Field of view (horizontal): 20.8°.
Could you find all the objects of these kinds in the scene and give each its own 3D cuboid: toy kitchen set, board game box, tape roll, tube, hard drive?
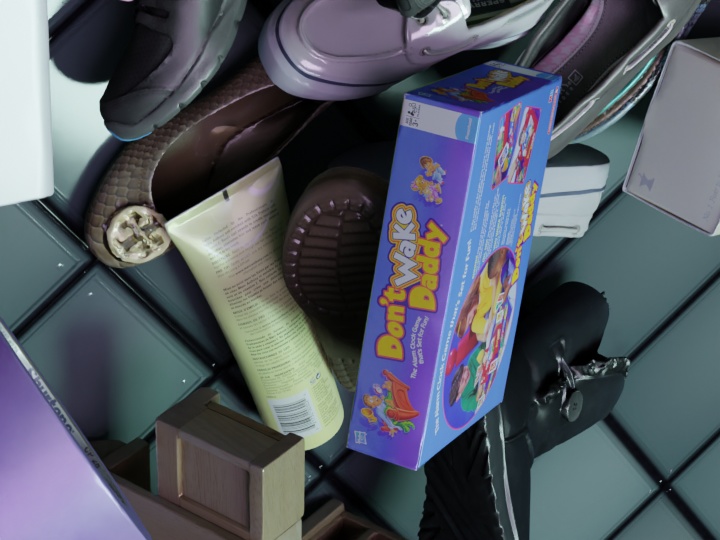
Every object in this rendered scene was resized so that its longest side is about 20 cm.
[{"bbox_3d":[-0.073,0.137,1.214,0.180,0.162,0.201,-34,136,-45],"label":"toy kitchen set"},{"bbox_3d":[0.053,-0.007,1.086,0.134,0.045,0.201,-28,130,-63],"label":"board game box"},{"bbox_3d":[-0.196,0.093,1.037,0.085,0.200,0.201,-35,129,-9],"label":"tape roll"},{"bbox_3d":[-0.055,0.024,1.165,0.201,0.052,0.058,72,29,-43],"label":"tube"},{"bbox_3d":[-0.225,-0.121,1.006,0.131,0.027,0.201,-12,122,-25],"label":"hard drive"}]

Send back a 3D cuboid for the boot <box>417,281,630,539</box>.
[{"bbox_3d":[0.112,0.123,1.274,0.168,0.076,0.201,-26,119,-45],"label":"boot"}]

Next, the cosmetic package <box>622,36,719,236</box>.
[{"bbox_3d":[0.259,-0.091,1.238,0.199,0.073,0.104,-14,127,-50],"label":"cosmetic package"}]

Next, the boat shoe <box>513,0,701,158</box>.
[{"bbox_3d":[0.146,-0.143,1.145,0.067,0.057,0.200,39,101,4],"label":"boat shoe"}]

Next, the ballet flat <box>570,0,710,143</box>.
[{"bbox_3d":[0.183,-0.157,1.203,0.074,0.074,0.200,25,106,-38],"label":"ballet flat"}]

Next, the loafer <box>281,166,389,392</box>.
[{"bbox_3d":[0.000,0.000,1.144,0.075,0.068,0.201,2,145,8],"label":"loafer"}]

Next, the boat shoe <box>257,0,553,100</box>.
[{"bbox_3d":[0.033,-0.152,1.092,0.199,0.074,0.067,-23,171,-37],"label":"boat shoe"}]

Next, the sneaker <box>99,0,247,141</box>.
[{"bbox_3d":[-0.093,-0.165,1.041,0.082,0.073,0.201,29,95,-22],"label":"sneaker"}]

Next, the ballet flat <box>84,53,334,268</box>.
[{"bbox_3d":[-0.074,-0.072,1.111,0.200,0.046,0.067,-40,130,-4],"label":"ballet flat"}]

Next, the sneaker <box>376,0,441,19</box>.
[{"bbox_3d":[0.048,-0.174,1.032,0.090,0.067,0.199,-40,158,33],"label":"sneaker"}]

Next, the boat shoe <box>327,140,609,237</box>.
[{"bbox_3d":[0.067,-0.040,1.196,0.199,0.074,0.066,-2,114,-28],"label":"boat shoe"}]
